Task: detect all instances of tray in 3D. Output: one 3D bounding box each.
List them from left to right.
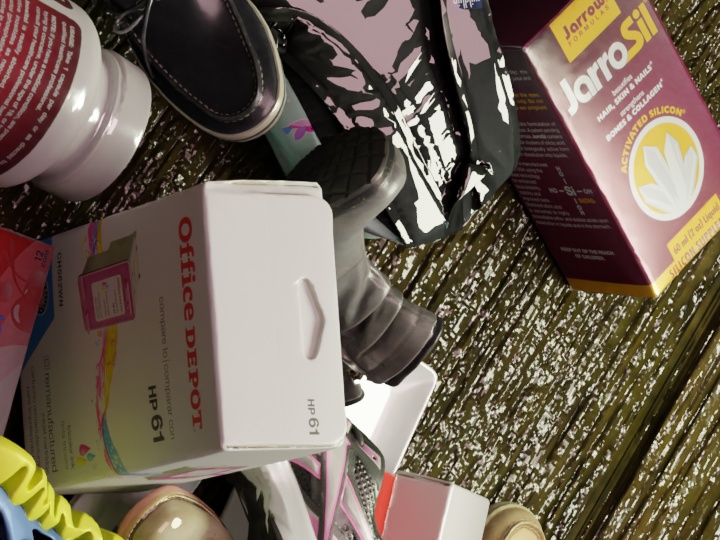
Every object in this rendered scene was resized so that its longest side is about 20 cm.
[{"bbox_3d":[-0.032,0.126,1.813,0.107,0.022,0.200,36,71,-35],"label":"tray"}]

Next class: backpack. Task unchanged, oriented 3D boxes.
[{"bbox_3d":[0.006,-0.114,1.759,0.167,0.127,0.200,-34,111,-16],"label":"backpack"}]

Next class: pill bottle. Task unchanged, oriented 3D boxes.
[{"bbox_3d":[-0.214,-0.114,1.592,0.200,0.113,0.113,29,76,-36],"label":"pill bottle"}]

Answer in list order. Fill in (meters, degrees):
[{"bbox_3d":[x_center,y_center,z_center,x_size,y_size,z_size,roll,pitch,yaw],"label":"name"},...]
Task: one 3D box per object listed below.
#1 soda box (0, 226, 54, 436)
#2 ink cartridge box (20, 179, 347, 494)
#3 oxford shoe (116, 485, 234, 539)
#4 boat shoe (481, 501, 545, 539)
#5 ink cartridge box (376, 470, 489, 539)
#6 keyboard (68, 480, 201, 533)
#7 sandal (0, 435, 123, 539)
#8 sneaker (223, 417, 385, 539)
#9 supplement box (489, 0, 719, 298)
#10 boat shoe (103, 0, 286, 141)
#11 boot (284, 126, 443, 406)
[{"bbox_3d":[-0.234,0.071,1.617,0.063,0.070,0.200,21,80,-38],"label":"soda box"},{"bbox_3d":[-0.102,0.039,1.621,0.085,0.200,0.145,2,78,-39],"label":"ink cartridge box"},{"bbox_3d":[-0.078,0.195,1.697,0.071,0.074,0.200,-43,140,-13],"label":"oxford shoe"},{"bbox_3d":[0.089,0.248,1.892,0.073,0.063,0.200,15,84,-38],"label":"boat shoe"},{"bbox_3d":[0.015,0.221,1.792,0.176,0.045,0.200,30,72,-69],"label":"ink cartridge box"},{"bbox_3d":[-0.146,0.152,1.692,0.056,0.011,0.200,48,49,-16],"label":"keyboard"},{"bbox_3d":[-0.181,0.159,1.581,0.200,0.079,0.087,45,61,-46],"label":"sandal"},{"bbox_3d":[-0.032,0.104,1.698,0.086,0.080,0.200,-15,90,-24],"label":"sneaker"},{"bbox_3d":[0.152,-0.094,1.902,0.110,0.086,0.200,-45,118,-27],"label":"supplement box"},{"bbox_3d":[-0.111,-0.158,1.650,0.200,0.075,0.062,59,12,10],"label":"boat shoe"},{"bbox_3d":[0.000,0.000,1.712,0.132,0.200,0.070,36,54,-16],"label":"boot"}]
